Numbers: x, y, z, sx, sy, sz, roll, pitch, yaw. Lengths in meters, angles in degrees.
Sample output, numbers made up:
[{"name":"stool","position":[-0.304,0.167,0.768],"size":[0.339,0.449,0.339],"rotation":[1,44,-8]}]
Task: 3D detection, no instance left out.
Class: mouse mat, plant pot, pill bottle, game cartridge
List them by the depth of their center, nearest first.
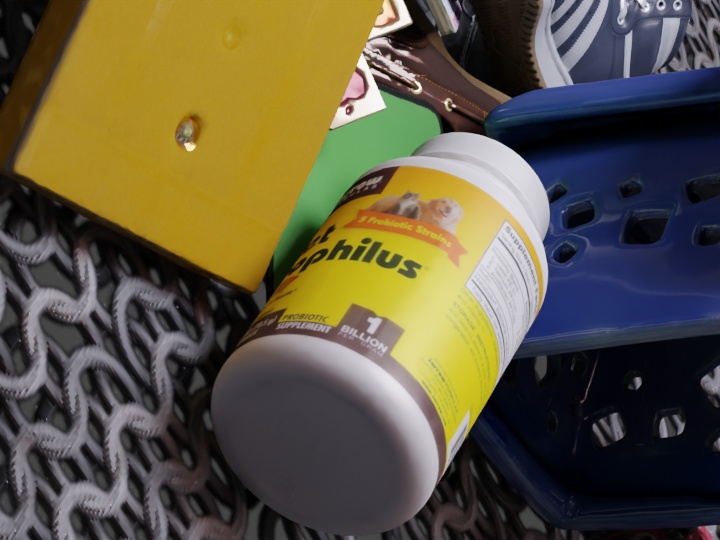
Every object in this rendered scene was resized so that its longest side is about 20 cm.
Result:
[{"name":"game cartridge","position":[-0.067,-0.108,1.205],"size":[0.176,0.032,0.200],"rotation":[29,82,-51]},{"name":"pill bottle","position":[0.018,0.022,1.256],"size":[0.109,0.109,0.200],"rotation":[56,40,-20]},{"name":"mouse mat","position":[0.000,0.000,1.339],"size":[0.161,0.008,0.201],"rotation":[16,71,-54]},{"name":"plant pot","position":[0.162,0.010,1.409],"size":[0.200,0.200,0.180],"rotation":[49,43,-47]}]

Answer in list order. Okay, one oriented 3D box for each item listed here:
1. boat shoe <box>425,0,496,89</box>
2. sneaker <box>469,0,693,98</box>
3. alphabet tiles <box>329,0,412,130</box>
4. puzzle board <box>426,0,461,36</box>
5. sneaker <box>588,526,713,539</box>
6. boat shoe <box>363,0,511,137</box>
[{"name":"boat shoe","position":[0.084,-0.138,1.588],"size":[0.074,0.068,0.199],"rotation":[58,28,-16]},{"name":"sneaker","position":[0.118,-0.161,1.480],"size":[0.070,0.108,0.200],"rotation":[40,-22,38]},{"name":"alphabet tiles","position":[-0.068,-0.152,1.289],"size":[0.166,0.006,0.200],"rotation":[-23,89,-29]},{"name":"puzzle board","position":[0.014,-0.226,1.451],"size":[0.151,0.017,0.200],"rotation":[-68,135,-79]},{"name":"sneaker","position":[0.203,0.197,1.467],"size":[0.075,0.081,0.200],"rotation":[46,8,-42]},{"name":"boat shoe","position":[0.042,-0.073,1.466],"size":[0.200,0.070,0.070],"rotation":[39,43,-31]}]
